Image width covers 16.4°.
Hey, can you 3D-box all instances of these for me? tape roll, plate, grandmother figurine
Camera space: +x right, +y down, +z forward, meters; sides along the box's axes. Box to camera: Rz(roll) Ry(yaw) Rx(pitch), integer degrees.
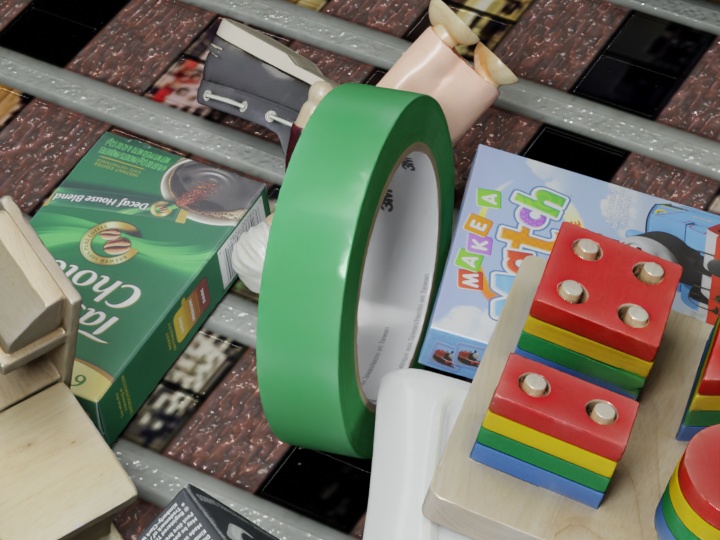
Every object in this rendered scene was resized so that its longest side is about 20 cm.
[{"bbox_3d":[0.000,0.000,1.358,0.048,0.201,0.201,9,47,17],"label":"tape roll"},{"bbox_3d":[0.101,0.132,1.279,0.199,0.032,0.200,15,38,-6],"label":"plate"},{"bbox_3d":[0.005,-0.060,1.473,0.200,0.121,0.061,-45,10,4],"label":"grandmother figurine"}]

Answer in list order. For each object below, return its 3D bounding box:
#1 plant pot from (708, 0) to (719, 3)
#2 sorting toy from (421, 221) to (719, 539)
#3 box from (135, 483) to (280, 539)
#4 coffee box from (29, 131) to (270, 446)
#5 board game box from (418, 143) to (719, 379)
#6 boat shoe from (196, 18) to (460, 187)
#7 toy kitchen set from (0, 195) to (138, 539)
[{"bbox_3d":[0.288,-0.236,1.599,0.199,0.187,0.187,25,51,10],"label":"plant pot"},{"bbox_3d":[0.157,0.074,1.276,0.198,0.070,0.200,22,41,4],"label":"sorting toy"},{"bbox_3d":[-0.039,0.216,1.181,0.106,0.122,0.200,-46,51,5],"label":"box"},{"bbox_3d":[-0.150,0.008,1.478,0.123,0.044,0.200,19,50,23],"label":"coffee box"},{"bbox_3d":[0.145,0.017,1.409,0.199,0.037,0.152,16,47,1],"label":"board game box"},{"bbox_3d":[-0.023,-0.086,1.565,0.200,0.073,0.063,35,101,27],"label":"boat shoe"},{"bbox_3d":[-0.236,0.073,1.291,0.180,0.163,0.200,-28,69,-24],"label":"toy kitchen set"}]
